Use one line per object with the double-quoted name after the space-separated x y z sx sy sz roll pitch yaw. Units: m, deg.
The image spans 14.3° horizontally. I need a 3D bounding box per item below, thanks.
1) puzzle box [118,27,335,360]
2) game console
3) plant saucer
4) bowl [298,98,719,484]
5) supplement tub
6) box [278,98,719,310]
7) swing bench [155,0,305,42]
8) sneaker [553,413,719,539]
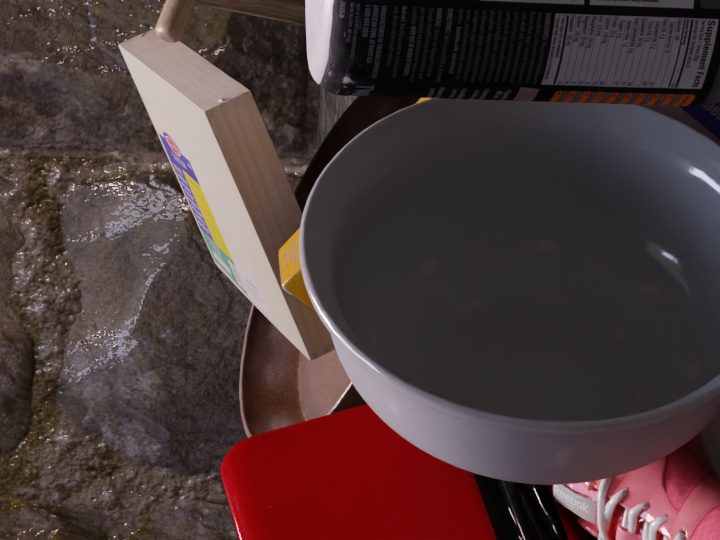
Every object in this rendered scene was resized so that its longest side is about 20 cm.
-0.063 -0.043 1.399 0.133 0.025 0.200 67 171 -20 "puzzle box"
0.054 0.152 1.228 0.172 0.119 0.200 36 -154 -42 "game console"
0.000 0.000 1.404 0.200 0.034 0.200 -53 25 38 "plant saucer"
0.072 0.021 1.170 0.201 0.201 0.090 -95 7 -46 "bowl"
0.081 -0.125 1.106 0.123 0.200 0.123 -179 90 -83 "supplement tub"
0.072 -0.036 1.259 0.200 0.119 0.041 -47 22 15 "box"
0.009 -0.209 1.354 0.199 0.130 0.200 -8 76 60 "swing bench"
0.125 0.106 1.191 0.200 0.087 0.074 -100 11 -63 "sneaker"
